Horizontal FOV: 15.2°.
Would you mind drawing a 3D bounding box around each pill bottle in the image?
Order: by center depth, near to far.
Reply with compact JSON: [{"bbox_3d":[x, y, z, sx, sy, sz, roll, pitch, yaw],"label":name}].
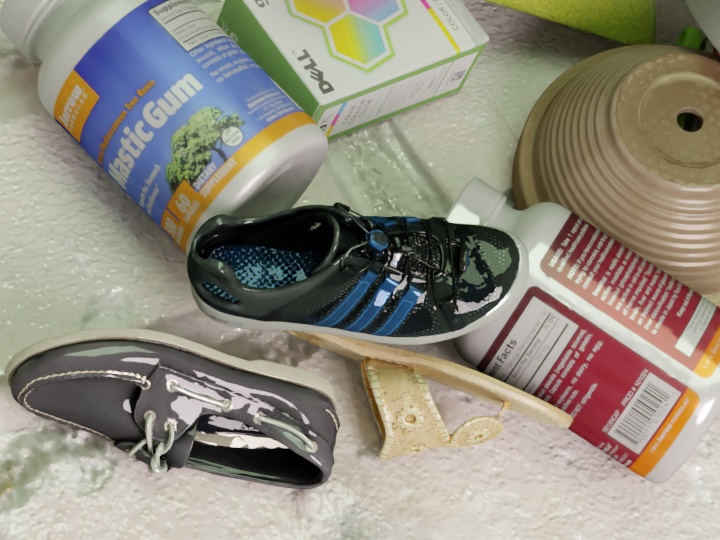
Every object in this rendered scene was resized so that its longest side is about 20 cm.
[{"bbox_3d":[-0.124,-0.107,1.634,0.200,0.112,0.112,44,52,12],"label":"pill bottle"},{"bbox_3d":[0.130,0.031,1.639,0.199,0.113,0.113,34,51,3],"label":"pill bottle"}]

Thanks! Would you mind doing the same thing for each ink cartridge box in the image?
[{"bbox_3d":[-0.027,-0.142,1.732,0.199,0.059,0.104,-23,68,-33],"label":"ink cartridge box"}]

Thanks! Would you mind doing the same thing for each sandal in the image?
[{"bbox_3d":[0.016,0.077,1.606,0.211,0.078,0.070,24,82,4],"label":"sandal"}]

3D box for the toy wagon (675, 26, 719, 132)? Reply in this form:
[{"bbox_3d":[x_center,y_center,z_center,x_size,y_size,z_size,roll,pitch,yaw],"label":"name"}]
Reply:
[{"bbox_3d":[0.288,-0.120,1.859,0.154,0.040,0.201,21,51,-8],"label":"toy wagon"}]

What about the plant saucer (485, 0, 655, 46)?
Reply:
[{"bbox_3d":[0.112,-0.258,1.838,0.199,0.048,0.201,14,44,-29],"label":"plant saucer"}]

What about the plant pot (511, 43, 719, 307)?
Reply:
[{"bbox_3d":[0.201,-0.072,1.727,0.199,0.093,0.202,2,63,-5],"label":"plant pot"}]

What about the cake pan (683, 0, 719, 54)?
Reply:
[{"bbox_3d":[0.281,-0.133,1.757,0.200,0.037,0.201,41,18,-16],"label":"cake pan"}]

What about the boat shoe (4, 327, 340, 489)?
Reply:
[{"bbox_3d":[-0.104,0.083,1.534,0.199,0.073,0.063,10,50,-21],"label":"boat shoe"}]

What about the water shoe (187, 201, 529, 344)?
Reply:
[{"bbox_3d":[0.000,0.000,1.549,0.198,0.079,0.072,-4,69,-2],"label":"water shoe"}]
